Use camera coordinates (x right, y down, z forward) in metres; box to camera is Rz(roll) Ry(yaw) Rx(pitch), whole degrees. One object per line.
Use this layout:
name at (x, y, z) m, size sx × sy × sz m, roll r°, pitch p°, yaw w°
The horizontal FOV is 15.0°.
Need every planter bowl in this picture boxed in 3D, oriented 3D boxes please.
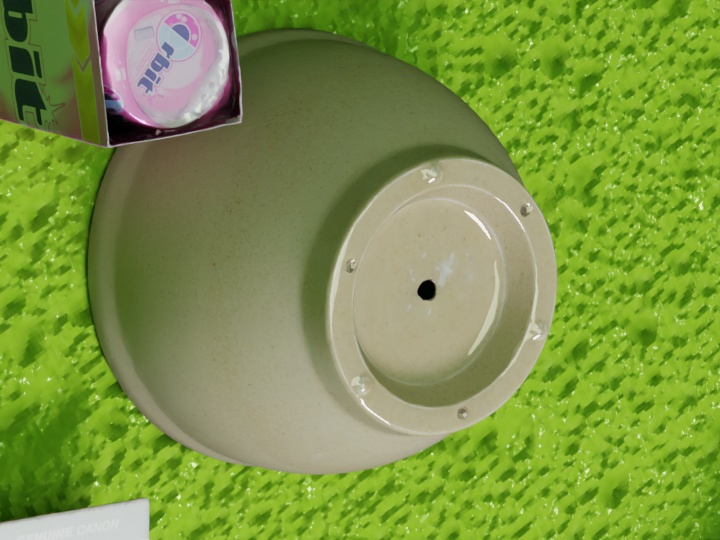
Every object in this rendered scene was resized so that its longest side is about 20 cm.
planter bowl at (0.000, 0.000, 1.185) m, size 0.200 × 0.135 × 0.201 m, roll -7°, pitch 102°, yaw -32°

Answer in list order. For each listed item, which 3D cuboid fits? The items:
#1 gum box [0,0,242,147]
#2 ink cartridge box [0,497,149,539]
gum box at (-0.111, -0.158, 1.091) m, size 0.066 × 0.113 × 0.201 m, roll -14°, pitch 107°, yaw -31°
ink cartridge box at (-0.183, 0.190, 1.155) m, size 0.199 × 0.043 × 0.174 m, roll -7°, pitch 103°, yaw -32°
